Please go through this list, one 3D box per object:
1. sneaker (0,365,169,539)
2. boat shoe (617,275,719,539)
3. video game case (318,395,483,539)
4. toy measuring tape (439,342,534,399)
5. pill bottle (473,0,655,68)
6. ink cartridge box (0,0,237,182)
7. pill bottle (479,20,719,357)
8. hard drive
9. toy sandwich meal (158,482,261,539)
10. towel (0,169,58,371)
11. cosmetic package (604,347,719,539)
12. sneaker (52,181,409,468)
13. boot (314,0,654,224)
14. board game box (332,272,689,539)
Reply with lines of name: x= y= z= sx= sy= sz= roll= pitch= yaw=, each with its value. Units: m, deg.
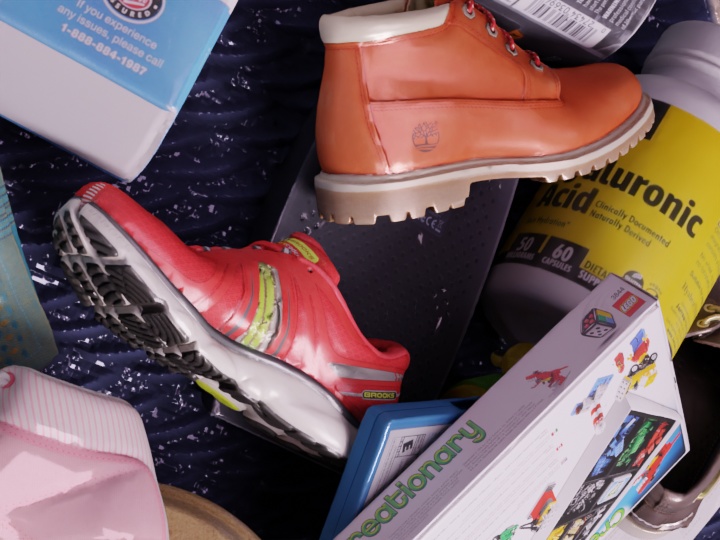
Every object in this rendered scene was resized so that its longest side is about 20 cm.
sneaker: x=-0.181 y=0.096 z=0.670 sx=0.199 sy=0.075 sz=0.105 roll=-3 pitch=71 yaw=-16
boat shoe: x=0.197 y=0.057 z=0.901 sx=0.072 sy=0.060 sz=0.200 roll=30 pitch=63 yaw=0
video game case: x=0.054 y=0.127 z=0.795 sx=0.200 sy=0.018 sz=0.144 roll=0 pitch=115 yaw=-46
toy measuring tape: x=0.064 y=0.124 z=0.875 sx=0.073 sy=0.074 sz=0.201 roll=-7 pitch=121 yaw=-36
pill bottle: x=0.055 y=-0.184 z=0.799 sx=0.200 sy=0.106 sz=0.107 roll=21 pitch=82 yaw=-36
ink cartridge box: x=-0.102 y=-0.166 z=0.634 sx=0.146 sy=0.146 sz=0.200 roll=29 pitch=76 yaw=-10
pill bottle: x=0.159 y=-0.038 z=0.887 sx=0.111 sy=0.111 sz=0.200 roll=44 pitch=68 yaw=-31
hard drive: x=0.000 y=0.000 z=0.814 sx=0.135 sy=0.042 sz=0.201 roll=29 pitch=78 yaw=-34
toy sandwich meal: x=-0.111 y=0.197 z=0.721 sx=0.204 sy=0.070 sz=0.206 roll=3 pitch=69 yaw=-8
towel: x=-0.225 y=0.025 z=0.640 sx=0.200 sy=0.022 sz=0.147 roll=-31 pitch=131 yaw=-29
cosmetic package: x=0.187 y=0.105 z=0.957 sx=0.200 sy=0.051 sz=0.083 roll=-42 pitch=116 yaw=-26
sneaker: x=-0.055 y=0.013 z=0.722 sx=0.200 sy=0.077 sz=0.085 roll=40 pitch=69 yaw=-34
boot: x=0.065 y=-0.094 z=0.777 sx=0.199 sy=0.075 sz=0.108 roll=-15 pitch=105 yaw=-33
board game box: x=0.076 y=0.110 z=0.763 sx=0.200 sy=0.035 sz=0.126 roll=-42 pitch=139 yaw=-17
